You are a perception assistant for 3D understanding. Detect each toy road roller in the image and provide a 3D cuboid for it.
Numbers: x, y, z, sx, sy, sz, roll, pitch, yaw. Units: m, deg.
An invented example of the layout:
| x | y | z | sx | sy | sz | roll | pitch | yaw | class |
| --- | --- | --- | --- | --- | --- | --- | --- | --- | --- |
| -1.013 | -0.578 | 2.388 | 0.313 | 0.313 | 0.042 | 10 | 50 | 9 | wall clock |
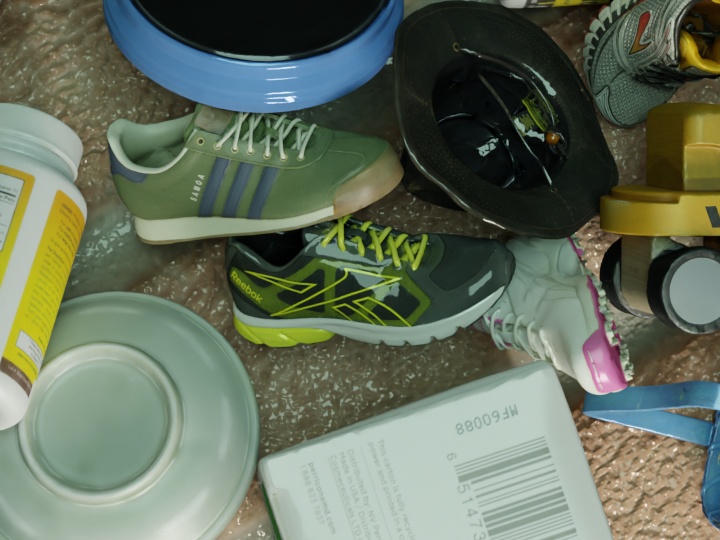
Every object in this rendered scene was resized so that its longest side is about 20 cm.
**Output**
| x | y | z | sx | sy | sz | roll | pitch | yaw | class |
| --- | --- | --- | --- | --- | --- | --- | --- | --- | --- |
| 0.256 | -0.038 | 1.588 | 0.200 | 0.123 | 0.146 | -2 | 96 | -14 | toy road roller |

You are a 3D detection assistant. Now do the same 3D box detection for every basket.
| x | y | z | sx | sy | sz | roll | pitch | yaw | class |
| --- | --- | --- | --- | --- | --- | --- | --- | --- | --- |
| 0.264 | 0.106 | 1.574 | 0.200 | 0.176 | 0.139 | 12 | 83 | -22 | basket |

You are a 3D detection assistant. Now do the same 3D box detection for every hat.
| x | y | z | sx | sy | sz | roll | pitch | yaw | class |
| --- | --- | --- | --- | --- | --- | --- | --- | --- | --- |
| 0.074 | -0.087 | 1.608 | 0.201 | 0.081 | 0.201 | 24 | 48 | -30 | hat |

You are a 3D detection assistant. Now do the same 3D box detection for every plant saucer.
| x | y | z | sx | sy | sz | roll | pitch | yaw | class |
| --- | --- | --- | --- | --- | --- | --- | --- | --- | --- |
| -0.167 | 0.104 | 1.574 | 0.200 | 0.050 | 0.200 | -2 | 72 | 6 | plant saucer |

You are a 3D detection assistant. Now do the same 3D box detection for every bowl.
| x | y | z | sx | sy | sz | roll | pitch | yaw | class |
| --- | --- | --- | --- | --- | --- | --- | --- | --- | --- |
| -0.069 | -0.188 | 1.593 | 0.200 | 0.039 | 0.201 | 4 | 49 | -4 | bowl |

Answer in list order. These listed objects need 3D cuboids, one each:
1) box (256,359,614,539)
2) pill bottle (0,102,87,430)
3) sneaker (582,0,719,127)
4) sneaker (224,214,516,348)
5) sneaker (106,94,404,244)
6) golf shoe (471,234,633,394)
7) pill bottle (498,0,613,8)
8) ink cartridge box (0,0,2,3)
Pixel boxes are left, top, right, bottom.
| x | y | z | sx | sy | sz | roll | pitch | yaw | class |
| --- | --- | --- | --- | --- | --- | --- | --- | --- | --- |
| 0.053 | 0.184 | 1.543 | 0.200 | 0.171 | 0.199 | -18 | 85 | -4 | box |
| -0.243 | -0.005 | 1.562 | 0.109 | 0.109 | 0.200 | 16 | 65 | -2 | pill bottle |
| 0.206 | -0.153 | 1.588 | 0.078 | 0.200 | 0.082 | 3 | 58 | -19 | sneaker |
| 0.000 | 0.000 | 1.570 | 0.200 | 0.074 | 0.085 | -9 | 126 | 17 | sneaker |
| -0.078 | -0.075 | 1.564 | 0.200 | 0.067 | 0.090 | -9 | 124 | 27 | sneaker |
| 0.120 | 0.035 | 1.569 | 0.091 | 0.200 | 0.075 | -22 | 113 | 2 | golf shoe |
| 0.190 | -0.237 | 1.635 | 0.200 | 0.111 | 0.111 | -4 | 84 | -4 | pill bottle |
| -0.337 | -0.216 | 1.574 | 0.200 | 0.148 | 0.076 | 25 | 83 | 0 | ink cartridge box |
